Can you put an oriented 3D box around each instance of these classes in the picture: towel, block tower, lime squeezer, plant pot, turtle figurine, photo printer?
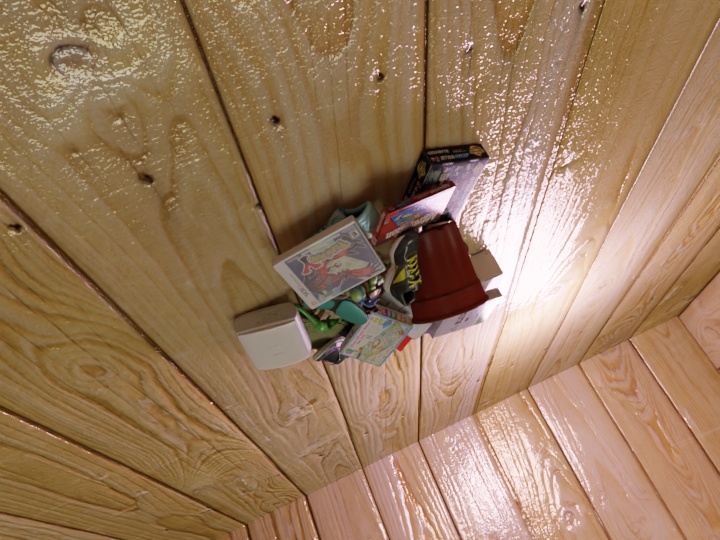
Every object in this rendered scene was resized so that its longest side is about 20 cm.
[{"bbox_3d":[-0.135,0.170,1.578,0.196,0.037,0.149,3,139,-44],"label":"towel"},{"bbox_3d":[-0.033,0.087,1.513,0.195,0.055,0.058,-3,145,-35],"label":"block tower"},{"bbox_3d":[-0.091,0.129,1.515,0.196,0.072,0.038,3,146,-42],"label":"lime squeezer"},{"bbox_3d":[0.185,-0.001,1.363,0.195,0.202,0.201,-18,-177,1],"label":"plant pot"},{"bbox_3d":[0.000,0.000,1.385,0.147,0.197,0.193,-61,161,15],"label":"turtle figurine"},{"bbox_3d":[-0.213,0.176,1.443,0.161,0.071,0.203,-14,141,0],"label":"photo printer"}]

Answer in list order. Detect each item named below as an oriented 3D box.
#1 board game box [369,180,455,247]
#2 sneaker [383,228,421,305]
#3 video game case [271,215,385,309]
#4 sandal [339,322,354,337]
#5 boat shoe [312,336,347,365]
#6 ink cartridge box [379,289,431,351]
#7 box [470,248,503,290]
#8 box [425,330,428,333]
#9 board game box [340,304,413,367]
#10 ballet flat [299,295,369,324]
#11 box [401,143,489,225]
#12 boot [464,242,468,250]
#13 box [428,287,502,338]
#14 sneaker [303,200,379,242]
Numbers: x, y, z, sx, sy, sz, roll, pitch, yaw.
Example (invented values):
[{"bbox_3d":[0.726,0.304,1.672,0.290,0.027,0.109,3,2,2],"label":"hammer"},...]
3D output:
[{"bbox_3d":[0.111,-0.119,1.202,0.196,0.020,0.104,-25,155,-31],"label":"board game box"},{"bbox_3d":[0.109,-0.005,1.267,0.073,0.085,0.203,-27,147,-27],"label":"sneaker"},{"bbox_3d":[-0.063,-0.011,1.218,0.196,0.023,0.183,-28,139,8],"label":"video game case"},{"bbox_3d":[0.021,0.188,1.632,0.193,0.049,0.077,6,140,16],"label":"sandal"},{"bbox_3d":[-0.071,0.237,1.659,0.074,0.063,0.198,-38,166,22],"label":"boat shoe"},{"bbox_3d":[0.095,0.148,1.621,0.201,0.158,0.048,-54,-176,40],"label":"ink cartridge box"},{"bbox_3d":[0.363,0.036,1.718,0.076,0.097,0.202,-20,149,-8],"label":"box"},{"bbox_3d":[0.225,0.087,1.673,0.144,0.106,0.201,1,141,-38],"label":"box"},{"bbox_3d":[0.042,0.181,1.573,0.131,0.035,0.202,20,132,-18],"label":"board game box"},{"bbox_3d":[-0.063,0.071,1.419,0.195,0.077,0.068,19,130,-27],"label":"ballet flat"},{"bbox_3d":[0.178,-0.184,1.268,0.154,0.047,0.202,-12,147,-25],"label":"box"},{"bbox_3d":[0.191,-0.010,1.531,0.193,0.076,0.156,-12,148,-1],"label":"boot"},{"bbox_3d":[0.301,0.122,1.649,0.194,0.037,0.146,-12,147,-23],"label":"box"},{"bbox_3d":[-0.052,-0.093,1.219,0.195,0.075,0.083,-23,121,4],"label":"sneaker"}]
